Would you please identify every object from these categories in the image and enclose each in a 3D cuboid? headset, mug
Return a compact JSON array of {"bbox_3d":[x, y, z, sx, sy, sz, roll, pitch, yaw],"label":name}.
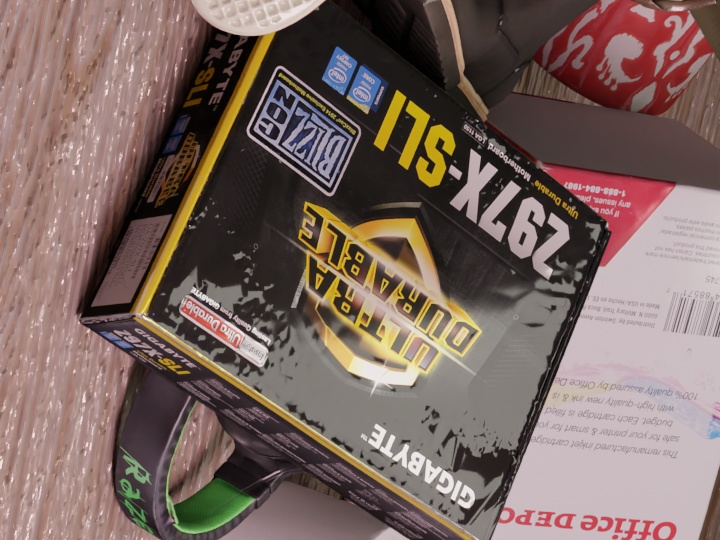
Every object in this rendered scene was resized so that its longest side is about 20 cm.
[{"bbox_3d":[-0.024,0.041,1.159,0.200,0.094,0.124,-50,153,-27],"label":"headset"},{"bbox_3d":[0.169,-0.200,1.397,0.200,0.133,0.178,-58,-164,29],"label":"mug"}]

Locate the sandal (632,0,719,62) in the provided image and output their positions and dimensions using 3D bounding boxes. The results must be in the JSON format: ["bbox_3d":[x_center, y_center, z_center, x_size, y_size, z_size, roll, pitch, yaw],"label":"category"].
[{"bbox_3d":[0.108,-0.159,1.165,0.057,0.201,0.080,-40,-176,-4],"label":"sandal"}]

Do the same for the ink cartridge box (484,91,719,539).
[{"bbox_3d":[0.102,0.028,1.339,0.145,0.145,0.200,-134,-125,-63],"label":"ink cartridge box"}]

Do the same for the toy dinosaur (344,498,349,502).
[{"bbox_3d":[0.052,0.153,1.502,0.200,0.086,0.136,-13,125,-63],"label":"toy dinosaur"}]

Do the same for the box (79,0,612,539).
[{"bbox_3d":[0.000,0.000,1.096,0.200,0.049,0.160,37,64,-30],"label":"box"}]

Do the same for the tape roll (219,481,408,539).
[{"bbox_3d":[-0.038,0.207,1.300,0.202,0.071,0.203,17,90,-71],"label":"tape roll"}]

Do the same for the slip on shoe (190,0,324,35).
[{"bbox_3d":[-0.009,-0.179,1.058,0.200,0.074,0.061,-64,-171,-12],"label":"slip on shoe"}]

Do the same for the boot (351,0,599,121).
[{"bbox_3d":[0.066,-0.143,1.206,0.138,0.077,0.200,-40,170,-2],"label":"boot"}]
